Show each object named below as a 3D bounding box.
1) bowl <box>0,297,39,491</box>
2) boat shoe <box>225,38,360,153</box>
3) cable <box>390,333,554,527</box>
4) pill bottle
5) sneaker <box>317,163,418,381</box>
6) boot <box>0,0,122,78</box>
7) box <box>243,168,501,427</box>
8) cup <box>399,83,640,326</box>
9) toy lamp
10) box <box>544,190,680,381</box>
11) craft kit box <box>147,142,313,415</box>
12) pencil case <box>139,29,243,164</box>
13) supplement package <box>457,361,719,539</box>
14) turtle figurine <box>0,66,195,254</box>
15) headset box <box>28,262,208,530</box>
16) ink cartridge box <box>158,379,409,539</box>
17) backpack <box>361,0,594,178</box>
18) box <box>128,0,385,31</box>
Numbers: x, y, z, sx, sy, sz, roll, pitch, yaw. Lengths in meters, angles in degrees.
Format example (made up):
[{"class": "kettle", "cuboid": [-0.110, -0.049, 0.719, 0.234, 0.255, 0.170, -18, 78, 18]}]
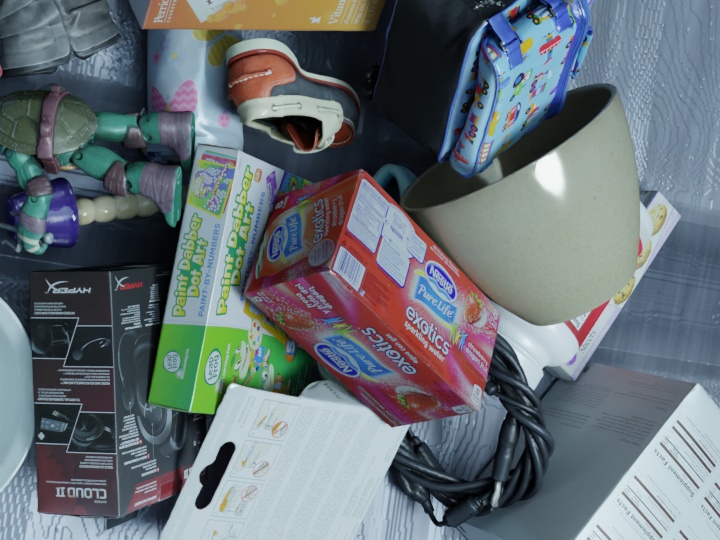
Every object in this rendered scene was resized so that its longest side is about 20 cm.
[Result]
[{"class": "bowl", "cuboid": [-0.346, 0.091, 1.110, 0.199, 0.090, 0.204, -1, 93, -26]}, {"class": "boat shoe", "cuboid": [-0.050, -0.128, 1.211, 0.070, 0.200, 0.063, -17, 74, 17]}, {"class": "cable", "cuboid": [0.077, 0.120, 1.292, 0.051, 0.162, 0.202, -25, 91, -56]}, {"class": "pill bottle", "cuboid": [0.170, 0.012, 1.350, 0.112, 0.112, 0.201, 41, 75, -21]}, {"class": "sneaker", "cuboid": [0.000, 0.000, 1.274, 0.082, 0.073, 0.202, 45, 59, -57]}, {"class": "boot", "cuboid": [-0.285, -0.210, 1.145, 0.198, 0.070, 0.133, -14, 103, -21]}, {"class": "box", "cuboid": [0.014, 0.027, 1.171, 0.200, 0.095, 0.101, 43, 49, -34]}, {"class": "cup", "cuboid": [0.150, -0.041, 1.224, 0.199, 0.200, 0.144, -35, 105, -21]}, {"class": "toy lamp", "cuboid": [-0.186, -0.054, 1.204, 0.198, 0.058, 0.059, -10, 96, -28]}, {"class": "box", "cuboid": [0.235, 0.012, 1.422, 0.041, 0.039, 0.201, 42, 74, -22]}, {"class": "craft kit box", "cuboid": [-0.087, 0.017, 1.199, 0.197, 0.048, 0.203, 16, 84, -63]}, {"class": "pencil case", "cuboid": [-0.137, -0.186, 1.205, 0.082, 0.090, 0.203, -1, 93, -39]}, {"class": "supplement package", "cuboid": [0.226, 0.210, 1.340, 0.200, 0.191, 0.147, -48, 111, -16]}, {"class": "turtle figurine", "cuboid": [-0.227, -0.089, 1.113, 0.197, 0.101, 0.151, 7, 64, 2]}, {"class": "headset box", "cuboid": [-0.184, 0.097, 1.156, 0.149, 0.076, 0.203, -10, 100, -68]}, {"class": "ink cartridge box", "cuboid": [-0.069, 0.165, 1.221, 0.198, 0.050, 0.164, 15, 107, -39]}, {"class": "backpack", "cuboid": [0.116, -0.196, 1.166, 0.134, 0.183, 0.199, 43, 58, 19]}, {"class": "box", "cuboid": [-0.071, -0.256, 1.102, 0.198, 0.125, 0.098, -5, 51, -28]}]
